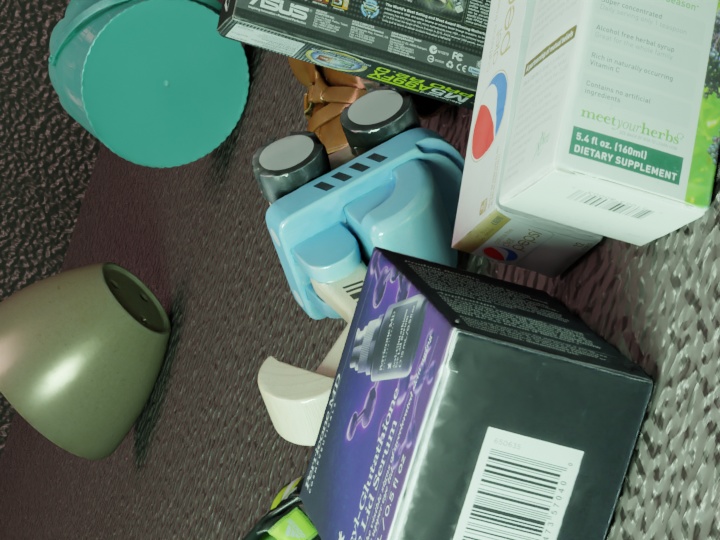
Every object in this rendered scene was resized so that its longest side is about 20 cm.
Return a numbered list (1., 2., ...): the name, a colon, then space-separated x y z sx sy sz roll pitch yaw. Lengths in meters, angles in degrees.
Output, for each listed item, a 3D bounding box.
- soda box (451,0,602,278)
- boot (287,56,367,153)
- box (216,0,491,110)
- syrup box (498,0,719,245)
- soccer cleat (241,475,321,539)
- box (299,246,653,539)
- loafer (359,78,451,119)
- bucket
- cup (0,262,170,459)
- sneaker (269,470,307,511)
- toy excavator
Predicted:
1. soda box: 0.101 -0.104 1.215 0.068 0.063 0.202 135 147 -65
2. boot: -0.022 -0.132 1.740 0.200 0.073 0.156 133 146 -68
3. box: 0.032 -0.186 1.294 0.044 0.198 0.162 156 128 -73
4. syrup box: 0.130 -0.122 1.081 0.081 0.078 0.202 146 138 -70
5. soccer cleat: -0.010 0.135 1.284 0.200 0.068 0.081 -46 -18 20
6. box: 0.051 0.086 1.124 0.200 0.103 0.149 -137 62 -75
7. loafer: 0.041 -0.129 1.489 0.200 0.071 0.063 159 118 -70
8. bucket: -0.213 -0.209 2.344 0.135 0.206 0.209 -134 60 -65
9. cup: -0.283 0.075 2.384 0.143 0.200 0.201 -43 23 15
10. sneaker: -0.020 0.183 1.384 0.201 0.073 0.081 -93 27 -48
11. toy excavator: 0.000 0.000 1.347 0.200 0.194 0.100 44 159 52
